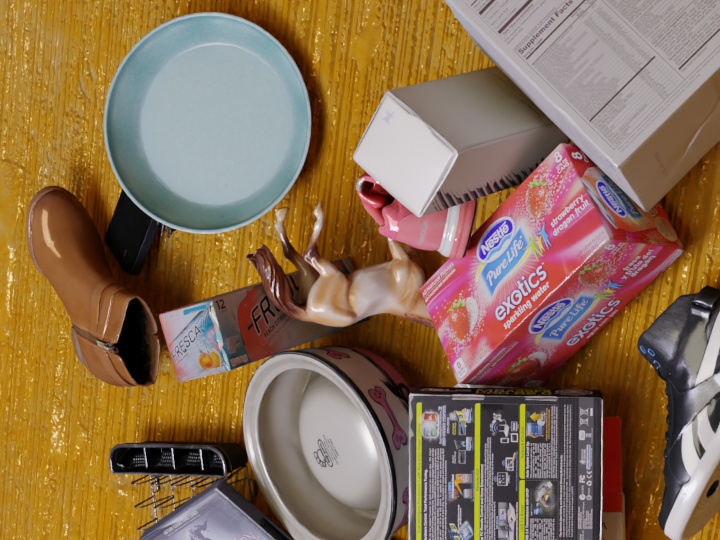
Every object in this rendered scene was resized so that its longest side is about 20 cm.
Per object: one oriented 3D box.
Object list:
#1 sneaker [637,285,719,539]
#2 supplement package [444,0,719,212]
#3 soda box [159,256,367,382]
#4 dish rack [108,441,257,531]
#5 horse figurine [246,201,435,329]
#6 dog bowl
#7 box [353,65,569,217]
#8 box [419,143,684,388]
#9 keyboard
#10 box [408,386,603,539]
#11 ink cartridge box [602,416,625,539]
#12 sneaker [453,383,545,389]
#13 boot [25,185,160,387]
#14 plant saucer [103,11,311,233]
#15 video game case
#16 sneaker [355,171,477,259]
[{"bbox_3d":[0.261,0.107,1.564,0.112,0.073,0.201,32,110,31],"label":"sneaker"},{"bbox_3d":[0.188,-0.178,1.463,0.151,0.152,0.200,-44,71,4],"label":"supplement package"},{"bbox_3d":[-0.083,0.041,1.716,0.068,0.200,0.064,-15,93,38],"label":"soda box"},{"bbox_3d":[-0.163,0.263,1.922,0.153,0.054,0.201,-2,100,38],"label":"dish rack"},{"bbox_3d":[0.000,0.000,1.688,0.050,0.199,0.133,-171,70,-77],"label":"horse figurine"},{"bbox_3d":[-0.015,0.158,1.755,0.200,0.074,0.201,22,122,41],"label":"dog bowl"},{"bbox_3d":[0.088,-0.107,1.554,0.082,0.200,0.069,43,123,21],"label":"box"},{"bbox_3d":[0.151,0.000,1.584,0.200,0.095,0.100,-46,52,35],"label":"box"},{"bbox_3d":[-0.187,-0.082,1.881,0.104,0.039,0.201,55,131,43],"label":"keyboard"},{"bbox_3d":[0.118,0.197,1.596,0.159,0.044,0.201,0,94,7],"label":"box"},{"bbox_3d":[0.142,0.223,1.630,0.160,0.050,0.201,-1,112,7],"label":"ink cartridge box"},{"bbox_3d":[0.097,0.167,1.699,0.116,0.074,0.200,43,113,24],"label":"sneaker"},{"bbox_3d":[-0.256,0.019,1.882,0.155,0.076,0.201,14,116,63],"label":"boot"},{"bbox_3d":[-0.136,-0.134,1.786,0.199,0.036,0.201,0,90,13],"label":"plant saucer"},{"bbox_3d":[-0.097,0.289,1.835,0.200,0.019,0.143,42,135,-12],"label":"video game case"},{"bbox_3d":[0.036,-0.083,1.621,0.200,0.086,0.074,-110,29,-57],"label":"sneaker"}]
